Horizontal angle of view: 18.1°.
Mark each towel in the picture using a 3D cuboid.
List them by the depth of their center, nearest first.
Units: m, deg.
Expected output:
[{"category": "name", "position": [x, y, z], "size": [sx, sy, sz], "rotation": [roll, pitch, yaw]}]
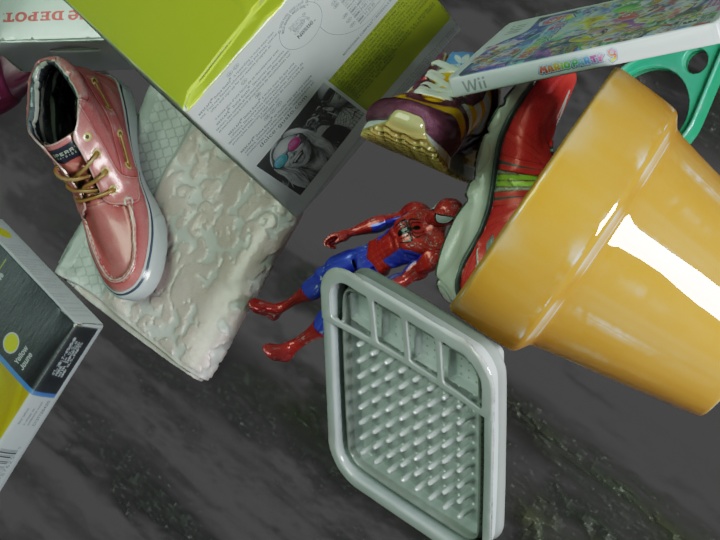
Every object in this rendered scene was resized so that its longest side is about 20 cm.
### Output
[{"category": "towel", "position": [-0.143, -0.039, 1.833], "size": [0.191, 0.032, 0.201], "rotation": [31, 94, 33]}]

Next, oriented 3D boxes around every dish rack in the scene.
[{"category": "dish rack", "position": [0.045, 0.097, 1.618], "size": [0.171, 0.043, 0.201], "rotation": [30, 135, 36]}]

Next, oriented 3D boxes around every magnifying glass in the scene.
[{"category": "magnifying glass", "position": [0.250, -0.157, 1.635], "size": [0.200, 0.022, 0.080], "rotation": [-44, 59, 11]}]

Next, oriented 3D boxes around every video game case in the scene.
[{"category": "video game case", "position": [0.176, -0.169, 1.594], "size": [0.199, 0.143, 0.018], "rotation": [-10, 108, 26]}]

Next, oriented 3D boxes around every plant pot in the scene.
[{"category": "plant pot", "position": [0.190, -0.003, 1.524], "size": [0.183, 0.200, 0.201], "rotation": [35, 97, 2]}]

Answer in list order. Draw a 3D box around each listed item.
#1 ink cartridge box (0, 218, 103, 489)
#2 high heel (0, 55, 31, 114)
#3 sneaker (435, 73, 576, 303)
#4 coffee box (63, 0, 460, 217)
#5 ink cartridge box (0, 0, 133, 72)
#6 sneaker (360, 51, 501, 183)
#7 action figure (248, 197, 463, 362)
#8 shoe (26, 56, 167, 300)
[{"category": "ink cartridge box", "position": [-0.332, 0.065, 1.898], "size": [0.200, 0.047, 0.198], "rotation": [42, 107, 29]}, {"category": "high heel", "position": [-0.341, -0.231, 1.979], "size": [0.096, 0.067, 0.201], "rotation": [-29, 67, 10]}, {"category": "sneaker", "position": [0.128, -0.057, 1.661], "size": [0.085, 0.077, 0.201], "rotation": [21, 95, 22]}, {"category": "coffee box", "position": [-0.082, -0.205, 1.725], "size": [0.200, 0.198, 0.200], "rotation": [-48, 57, 0]}, {"category": "ink cartridge box", "position": [-0.227, -0.274, 1.898], "size": [0.144, 0.084, 0.201], "rotation": [0, 76, 14]}, {"category": "sneaker", "position": [0.056, -0.122, 1.638], "size": [0.075, 0.200, 0.091], "rotation": [23, 92, 10]}, {"category": "action figure", "position": [0.000, 0.000, 1.715], "size": [0.200, 0.052, 0.066], "rotation": [-33, 57, 26]}, {"category": "shoe", "position": [-0.218, -0.075, 1.815], "size": [0.071, 0.091, 0.201], "rotation": [-23, 67, 26]}]
